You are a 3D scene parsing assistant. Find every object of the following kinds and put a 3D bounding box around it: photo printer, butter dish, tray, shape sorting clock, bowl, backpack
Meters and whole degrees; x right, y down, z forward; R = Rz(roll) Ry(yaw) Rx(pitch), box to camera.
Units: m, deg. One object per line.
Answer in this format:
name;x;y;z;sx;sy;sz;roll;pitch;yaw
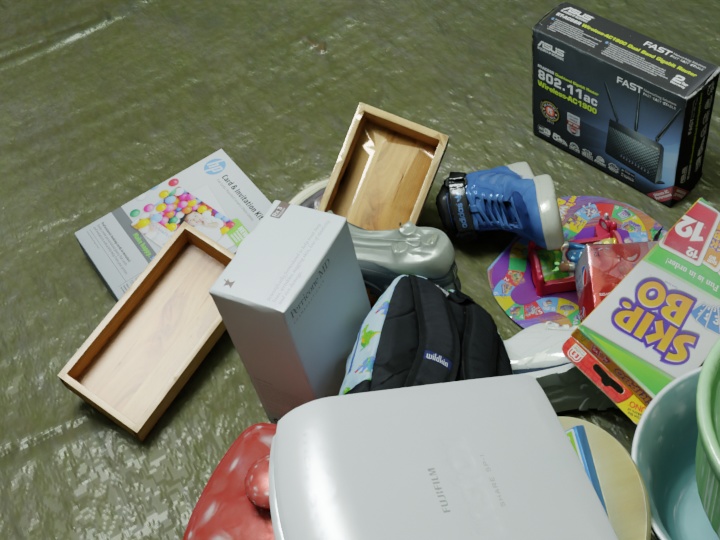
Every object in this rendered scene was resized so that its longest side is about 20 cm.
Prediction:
photo printer;0.045;0.149;0.561;0.196;0.070;0.168;-3;49;-22
butter dish;-0.058;0.199;0.735;0.197;0.149;0.201;14;54;21
tray;-0.197;0.058;0.925;0.098;0.037;0.201;31;66;10
shape sorting clock;0.134;0.208;0.714;0.198;0.039;0.203;-30;42;32
bowl;0.305;0.181;0.711;0.197;0.106;0.203;-5;50;6
backpack;0.054;0.092;0.762;0.161;0.154;0.202;22;46;-11
tray;0.009;-0.057;0.941;0.097;0.037;0.203;21;84;6

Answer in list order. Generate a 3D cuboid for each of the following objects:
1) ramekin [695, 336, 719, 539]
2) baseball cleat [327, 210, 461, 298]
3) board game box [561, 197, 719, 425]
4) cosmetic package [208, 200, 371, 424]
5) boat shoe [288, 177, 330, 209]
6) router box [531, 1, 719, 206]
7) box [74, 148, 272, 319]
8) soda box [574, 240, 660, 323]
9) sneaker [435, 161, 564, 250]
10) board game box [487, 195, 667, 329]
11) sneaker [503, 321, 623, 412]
ramekin;0.322;0.125;0.620;0.196;0.099;0.203;-5;49;6
baseball cleat;0.000;0.000;0.877;0.197;0.108;0.070;10;46;32
board game box;0.268;0.033;0.795;0.095;0.030;0.200;43;72;14
cosmetic package;-0.049;0.050;0.824;0.080;0.202;0.114;16;56;25
boat shoe;-0.021;-0.061;1.003;0.064;0.073;0.199;27;53;35
router box;0.277;-0.179;0.994;0.062;0.151;0.199;-39;53;-22
box;-0.198;-0.036;1.035;0.198;0.042;0.156;-31;52;-17
soda box;0.304;0.013;0.859;0.196;0.064;0.071;-3;71;1
sneaker;0.135;-0.059;0.933;0.109;0.078;0.200;-13;19;2
board game box;0.225;-0.018;0.938;0.157;0.039;0.200;29;60;30
sneaker;0.196;0.079;0.844;0.196;0.077;0.081;-7;40;3
